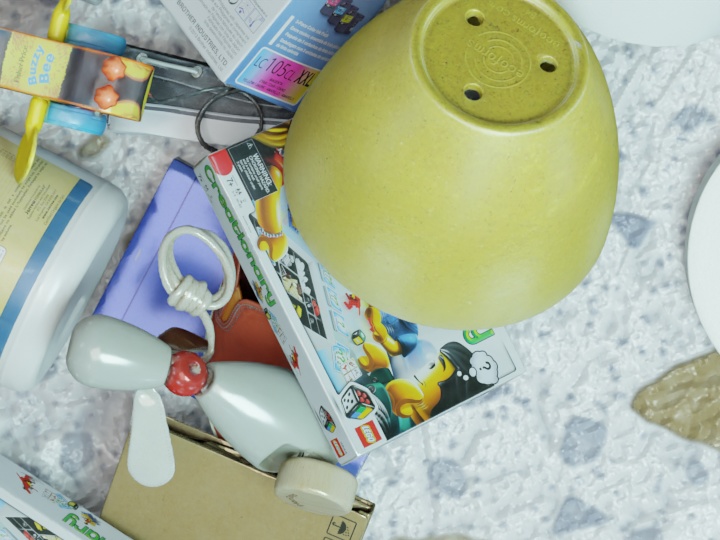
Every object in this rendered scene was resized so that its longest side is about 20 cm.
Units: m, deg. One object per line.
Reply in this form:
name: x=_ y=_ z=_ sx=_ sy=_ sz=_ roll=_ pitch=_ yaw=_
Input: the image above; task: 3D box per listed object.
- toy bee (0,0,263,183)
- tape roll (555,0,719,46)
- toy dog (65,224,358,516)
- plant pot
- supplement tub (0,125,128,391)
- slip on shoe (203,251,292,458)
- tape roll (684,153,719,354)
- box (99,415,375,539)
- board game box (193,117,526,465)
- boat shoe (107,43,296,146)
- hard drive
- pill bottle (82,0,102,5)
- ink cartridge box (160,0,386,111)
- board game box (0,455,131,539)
toy bee: x=-0.165 y=-0.122 z=1.507 sx=0.200 sy=0.109 sz=0.131 roll=-7 pitch=90 yaw=2
tape roll: x=0.165 y=-0.233 z=1.498 sx=0.202 sy=0.071 sz=0.203 roll=9 pitch=57 yaw=-15
toy dog: x=-0.086 y=0.079 z=1.533 sx=0.200 sy=0.096 sz=0.132 roll=41 pitch=61 yaw=-10
plant pot: x=0.064 y=-0.087 z=1.444 sx=0.200 sy=0.142 sz=0.200 roll=4 pitch=61 yaw=-8
supplement tub: x=-0.261 y=-0.029 z=1.577 sx=0.200 sy=0.145 sz=0.145 roll=28 pitch=99 yaw=0
slip on shoe: x=-0.058 y=0.028 z=1.586 sx=0.074 sy=0.061 sz=0.200 roll=12 pitch=103 yaw=0
tape roll: x=0.305 y=-0.009 z=1.596 sx=0.202 sy=0.037 sz=0.203 roll=0 pitch=98 yaw=3
box: x=-0.098 y=0.201 z=1.630 sx=0.163 sy=0.021 sz=0.200 roll=23 pitch=117 yaw=3
board game box: x=0.000 y=0.000 z=1.518 sx=0.126 sy=0.035 sz=0.200 roll=-26 pitch=87 yaw=-25
boat shoe: x=-0.058 y=-0.110 z=1.593 sx=0.200 sy=0.072 sz=0.068 roll=7 pitch=94 yaw=6
hard drive: x=-0.061 y=0.032 z=1.632 sx=0.200 sy=0.025 sz=0.132 roll=28 pitch=99 yaw=0
pill bottle: x=-0.240 y=-0.237 z=1.564 sx=0.200 sy=0.109 sz=0.109 roll=22 pitch=99 yaw=1
ink cartridge box: x=-0.032 y=-0.217 z=1.519 sx=0.200 sy=0.076 sz=0.136 roll=-50 pitch=56 yaw=19
board game box: x=-0.212 y=0.201 z=1.623 sx=0.200 sy=0.035 sz=0.126 roll=31 pitch=118 yaw=9
